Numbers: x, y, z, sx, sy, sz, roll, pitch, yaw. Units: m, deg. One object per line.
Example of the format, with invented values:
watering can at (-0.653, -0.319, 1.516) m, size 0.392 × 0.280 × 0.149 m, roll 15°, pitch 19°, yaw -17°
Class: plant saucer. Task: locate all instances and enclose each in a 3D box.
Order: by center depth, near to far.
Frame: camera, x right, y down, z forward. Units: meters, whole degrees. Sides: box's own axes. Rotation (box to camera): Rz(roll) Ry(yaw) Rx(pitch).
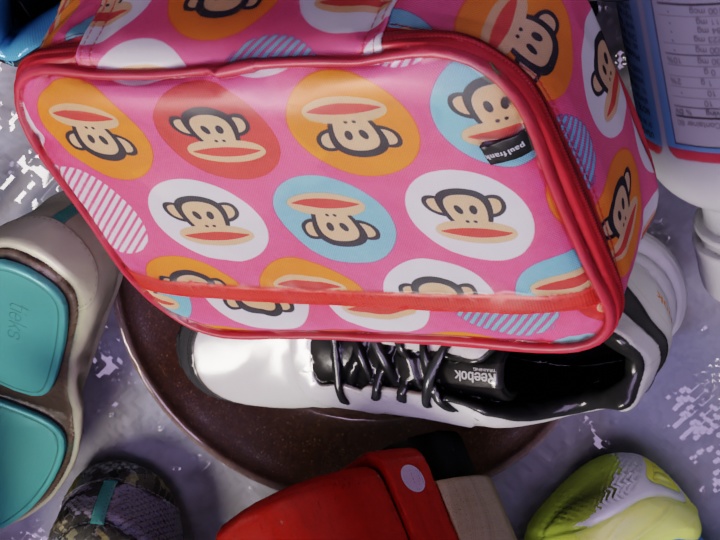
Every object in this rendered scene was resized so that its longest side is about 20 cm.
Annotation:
plant saucer at (0.000, 0.000, 0.983) m, size 0.200 × 0.037 × 0.201 m, roll 3°, pitch 115°, yaw 7°

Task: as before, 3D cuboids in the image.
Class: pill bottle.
pill bottle at (0.149, -0.091, 0.882) m, size 0.108 × 0.109 × 0.200 m, roll -8°, pitch 113°, yaw 11°

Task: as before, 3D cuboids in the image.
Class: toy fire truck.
toy fire truck at (-0.060, 0.128, 0.930) m, size 0.176 × 0.200 × 0.129 m, roll -39°, pitch 64°, yaw 39°

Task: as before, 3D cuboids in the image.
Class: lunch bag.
lunch bag at (-0.003, -0.036, 0.835) m, size 0.200 × 0.082 × 0.176 m, roll 2°, pitch 142°, yaw 28°

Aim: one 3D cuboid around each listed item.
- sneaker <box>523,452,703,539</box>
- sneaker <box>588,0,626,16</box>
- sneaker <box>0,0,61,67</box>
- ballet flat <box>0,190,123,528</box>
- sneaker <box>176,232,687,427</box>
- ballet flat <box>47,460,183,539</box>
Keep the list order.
sneaker at (0.079, 0.172, 1.029) m, size 0.105 × 0.076 × 0.200 m, roll 41°, pitch 112°, yaw -12°
sneaker at (0.062, -0.093, 0.836) m, size 0.073 × 0.112 × 0.200 m, roll -21°, pitch 127°, yaw -20°
sneaker at (-0.082, -0.159, 0.896) m, size 0.073 × 0.082 × 0.200 m, roll 28°, pitch 113°, yaw -3°
ballet flat at (-0.134, 0.035, 0.995) m, size 0.069 × 0.070 × 0.200 m, roll 25°, pitch 140°, yaw -4°
sneaker at (0.023, 0.023, 0.929) m, size 0.199 × 0.080 × 0.074 m, roll -6°, pitch 115°, yaw 12°
ballet flat at (-0.104, 0.183, 1.061) m, size 0.072 × 0.072 × 0.201 m, roll -2°, pitch 114°, yaw 8°
